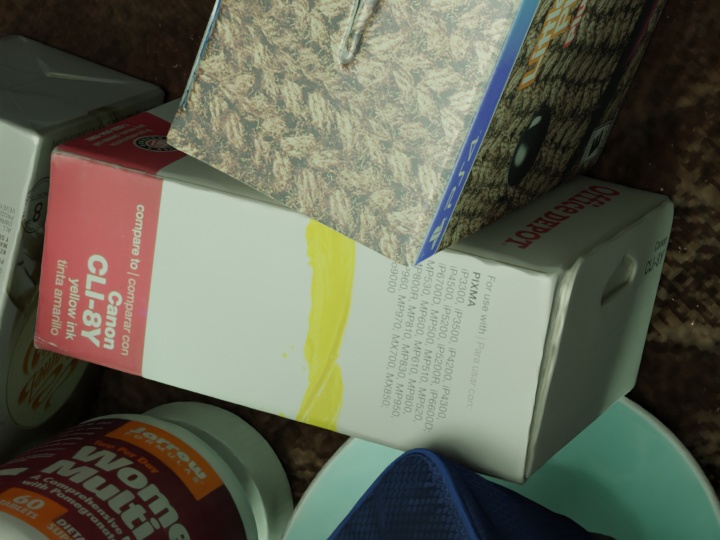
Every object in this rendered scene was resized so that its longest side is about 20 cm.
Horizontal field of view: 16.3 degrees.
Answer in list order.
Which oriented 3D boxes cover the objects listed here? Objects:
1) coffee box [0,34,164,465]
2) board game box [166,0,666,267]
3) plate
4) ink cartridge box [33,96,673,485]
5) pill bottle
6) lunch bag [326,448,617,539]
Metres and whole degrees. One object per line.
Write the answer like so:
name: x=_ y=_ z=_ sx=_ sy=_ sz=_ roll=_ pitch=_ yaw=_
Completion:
coffee box: x=-0.157 y=0.015 z=1.032 sx=0.080 sy=0.114 sz=0.201 roll=21 pitch=110 yaw=17
board game box: x=0.040 y=-0.109 z=0.873 sx=0.097 sy=0.200 sz=0.160 roll=27 pitch=111 yaw=15
plate: x=0.054 y=0.136 z=0.982 sx=0.200 sy=0.026 sz=0.201 roll=-9 pitch=67 yaw=22
ink cartridge box: x=0.000 y=0.000 z=0.944 sx=0.199 sy=0.145 sz=0.084 roll=14 pitch=108 yaw=19
pill bottle: x=-0.106 y=0.119 z=0.985 sx=0.109 sy=0.200 sz=0.110 roll=5 pitch=104 yaw=21
lunch bag: x=0.038 y=0.168 z=0.863 sx=0.132 sy=0.136 sz=0.200 roll=31 pitch=112 yaw=-29
